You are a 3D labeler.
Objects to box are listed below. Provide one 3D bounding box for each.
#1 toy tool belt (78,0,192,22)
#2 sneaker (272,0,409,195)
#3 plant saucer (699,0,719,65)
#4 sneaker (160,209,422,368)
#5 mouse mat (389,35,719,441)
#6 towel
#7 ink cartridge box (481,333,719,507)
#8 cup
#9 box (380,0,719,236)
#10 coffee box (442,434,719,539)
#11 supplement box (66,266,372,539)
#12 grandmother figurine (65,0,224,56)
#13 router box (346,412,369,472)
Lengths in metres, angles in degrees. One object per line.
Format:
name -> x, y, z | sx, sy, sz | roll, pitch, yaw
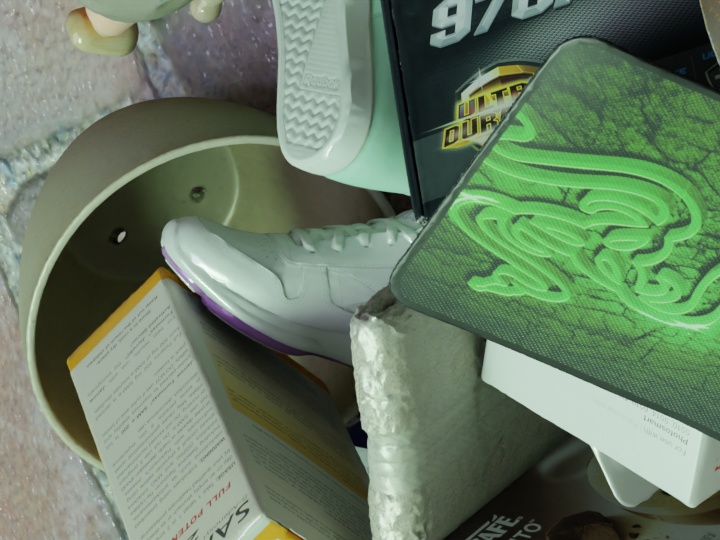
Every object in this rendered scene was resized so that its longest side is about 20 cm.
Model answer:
toy tool belt -> -0.128, -0.196, 1.383 | 0.200, 0.125, 0.123 | 32, 170, -18
sneaker -> 0.019, -0.126, 1.429 | 0.074, 0.118, 0.201 | -16, 63, 43
plant saucer -> 0.224, -0.117, 1.123 | 0.201, 0.200, 0.034 | 65, 165, -3
sneaker -> 0.000, 0.000, 1.449 | 0.100, 0.200, 0.075 | -67, 21, 8
mouse mat -> 0.131, -0.004, 1.195 | 0.200, 0.008, 0.161 | 23, 131, -14
towel -> 0.056, 0.040, 1.383 | 0.034, 0.200, 0.133 | 8, 117, 32
ink cartridge box -> 0.144, -0.007, 1.316 | 0.125, 0.128, 0.200 | 31, 130, 31
cup -> -0.092, -0.010, 1.537 | 0.143, 0.200, 0.201 | -127, 32, -54
box -> 0.109, -0.110, 1.211 | 0.200, 0.046, 0.159 | -17, 66, 21
coffee box -> 0.116, 0.142, 1.364 | 0.113, 0.200, 0.080 | 15, 121, 33
supplement box -> -0.053, 0.105, 1.407 | 0.074, 0.126, 0.200 | -44, 35, 12
grandmother figurine -> -0.093, -0.188, 1.524 | 0.121, 0.061, 0.200 | 54, 137, -3
router box -> 0.047, 0.167, 1.574 | 0.200, 0.049, 0.180 | 9, 117, 43
